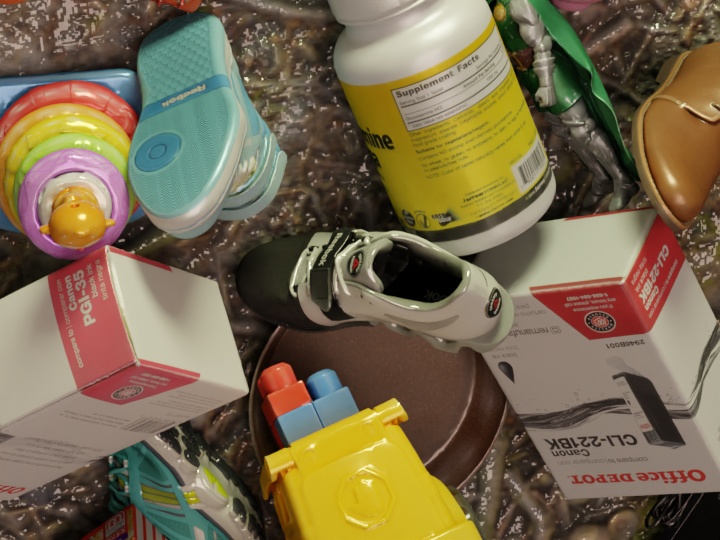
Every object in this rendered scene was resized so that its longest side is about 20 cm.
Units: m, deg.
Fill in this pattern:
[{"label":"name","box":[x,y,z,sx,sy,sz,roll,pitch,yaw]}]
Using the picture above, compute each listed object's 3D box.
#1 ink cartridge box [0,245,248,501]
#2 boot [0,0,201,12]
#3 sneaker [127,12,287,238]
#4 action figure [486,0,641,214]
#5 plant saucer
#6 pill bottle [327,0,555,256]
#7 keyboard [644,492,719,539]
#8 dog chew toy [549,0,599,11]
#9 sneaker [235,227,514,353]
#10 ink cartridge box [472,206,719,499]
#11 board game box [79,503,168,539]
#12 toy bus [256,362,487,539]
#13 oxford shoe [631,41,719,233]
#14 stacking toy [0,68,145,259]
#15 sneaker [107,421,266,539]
[{"label":"ink cartridge box","box":[-0.195,0.070,1.411,0.199,0.083,0.146,-25,161,20]},{"label":"boot","box":[-0.149,-0.200,1.422,0.199,0.075,0.108,-26,120,-11]},{"label":"sneaker","box":[-0.090,-0.062,1.426,0.079,0.201,0.131,-16,129,13]},{"label":"action figure","box":[0.129,-0.133,1.533,0.055,0.118,0.201,-37,107,-13]},{"label":"plant saucer","box":[0.011,0.086,1.597,0.198,0.034,0.202,-6,109,-18]},{"label":"pill bottle","box":[0.049,-0.119,1.496,0.112,0.112,0.201,-28,114,-9]},{"label":"keyboard","box":[0.276,0.153,1.723,0.104,0.040,0.201,30,96,-49]},{"label":"dog chew toy","box":[0.157,-0.272,1.483,0.123,0.125,0.202,0,117,-19]},{"label":"sneaker","box":[0.000,0.000,1.487,0.089,0.198,0.075,52,48,-59]},{"label":"ink cartridge box","box":[0.177,0.063,1.574,0.201,0.143,0.084,58,43,-29]},{"label":"board game box","box":[-0.190,0.276,1.556,0.199,0.046,0.152,-35,117,10]},{"label":"toy bus","box":[-0.014,0.156,1.520,0.135,0.200,0.193,-25,79,-11]},{"label":"oxford shoe","box":[0.235,-0.102,1.521,0.071,0.201,0.071,-25,116,34]},{"label":"stacking toy","box":[-0.178,-0.049,1.386,0.115,0.200,0.111,-5,109,-9]},{"label":"sneaker","box":[-0.144,0.142,1.541,0.079,0.078,0.201,-33,115,7]}]
